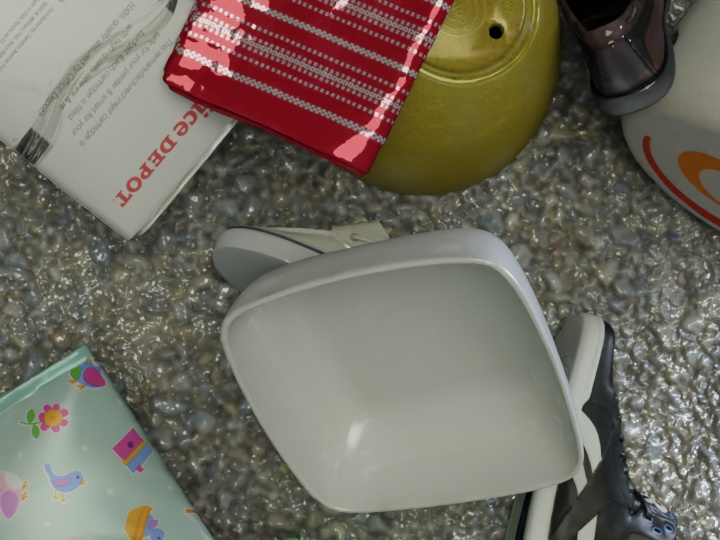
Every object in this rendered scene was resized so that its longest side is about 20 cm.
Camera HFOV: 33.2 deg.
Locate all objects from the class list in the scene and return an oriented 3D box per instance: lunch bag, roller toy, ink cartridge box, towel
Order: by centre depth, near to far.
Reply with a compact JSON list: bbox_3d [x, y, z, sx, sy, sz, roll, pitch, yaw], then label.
[{"bbox_3d":[-0.018,-0.172,0.717,0.144,0.022,0.200,26,95,6],"label":"towel"},{"bbox_3d":[-0.213,0.169,0.758,0.200,0.122,0.171,-34,92,-14],"label":"lunch bag"},{"bbox_3d":[-0.179,-0.139,0.768,0.200,0.084,0.145,41,89,-20],"label":"ink cartridge box"},{"bbox_3d":[0.280,-0.110,0.803,0.200,0.182,0.140,42,80,-36],"label":"roller toy"}]

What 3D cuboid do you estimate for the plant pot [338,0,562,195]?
[{"bbox_3d":[0.051,-0.158,0.800,0.200,0.142,0.201,1,86,-7],"label":"plant pot"}]

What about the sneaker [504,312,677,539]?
[{"bbox_3d":[0.172,0.136,0.837,0.112,0.073,0.200,13,93,-9],"label":"sneaker"}]

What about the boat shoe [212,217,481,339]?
[{"bbox_3d":[0.000,0.000,0.829,0.200,0.071,0.070,17,57,-2],"label":"boat shoe"}]

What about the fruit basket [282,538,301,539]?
[{"bbox_3d":[-0.051,0.285,0.730,0.155,0.216,0.216,-31,90,-8],"label":"fruit basket"}]

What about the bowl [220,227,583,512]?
[{"bbox_3d":[0.030,0.057,0.767,0.199,0.075,0.200,-13,126,19],"label":"bowl"}]

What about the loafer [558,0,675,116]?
[{"bbox_3d":[0.164,-0.181,0.796,0.072,0.200,0.063,-24,125,20],"label":"loafer"}]
